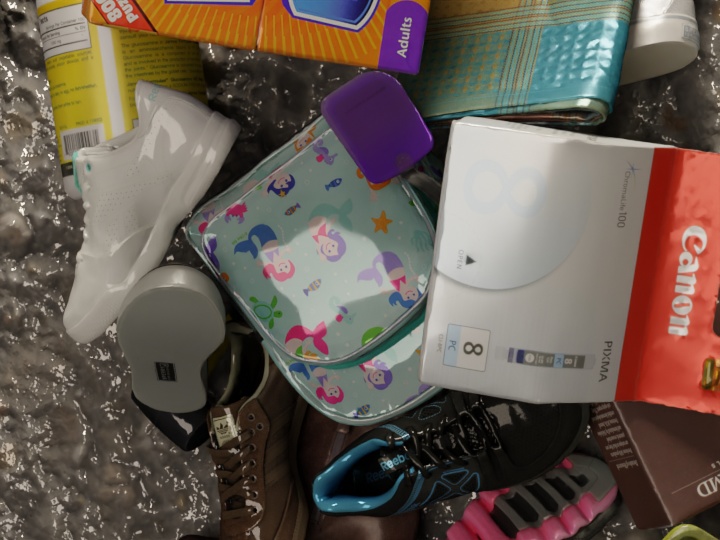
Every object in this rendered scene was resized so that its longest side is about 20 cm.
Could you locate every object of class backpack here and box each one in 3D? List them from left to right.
[{"bbox_3d":[0.000,0.000,1.133,0.177,0.151,0.200,-35,88,9],"label":"backpack"}]

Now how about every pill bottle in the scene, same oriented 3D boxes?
[{"bbox_3d":[-0.171,-0.156,1.213,0.112,0.112,0.200,-7,92,25],"label":"pill bottle"}]

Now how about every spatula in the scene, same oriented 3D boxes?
[{"bbox_3d":[0.055,-0.039,1.044,0.056,0.021,0.200,-32,110,30],"label":"spatula"}]

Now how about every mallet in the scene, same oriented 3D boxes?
[{"bbox_3d":[-0.103,0.036,1.249,0.066,0.041,0.200,33,103,21],"label":"mallet"}]

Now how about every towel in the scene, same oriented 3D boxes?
[{"bbox_3d":[0.105,-0.167,1.069,0.146,0.022,0.200,-1,52,25],"label":"towel"}]

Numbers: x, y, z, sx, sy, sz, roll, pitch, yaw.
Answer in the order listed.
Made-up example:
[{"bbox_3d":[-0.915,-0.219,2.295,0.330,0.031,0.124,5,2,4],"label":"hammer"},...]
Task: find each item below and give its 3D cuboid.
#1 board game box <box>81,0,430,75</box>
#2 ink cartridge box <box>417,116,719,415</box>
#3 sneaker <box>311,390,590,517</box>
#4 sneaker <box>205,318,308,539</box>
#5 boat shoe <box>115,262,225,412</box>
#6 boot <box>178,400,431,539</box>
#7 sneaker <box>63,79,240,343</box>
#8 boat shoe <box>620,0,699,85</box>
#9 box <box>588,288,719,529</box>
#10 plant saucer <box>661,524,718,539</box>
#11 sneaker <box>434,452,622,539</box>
[{"bbox_3d":[-0.062,-0.241,1.062,0.199,0.200,0.200,8,98,-11],"label":"board game box"},{"bbox_3d":[0.142,0.003,0.994,0.200,0.047,0.160,9,102,10],"label":"ink cartridge box"},{"bbox_3d":[0.058,0.118,1.089,0.200,0.082,0.073,-31,76,30],"label":"sneaker"},{"bbox_3d":[-0.082,0.129,1.178,0.070,0.075,0.200,-19,55,35],"label":"sneaker"},{"bbox_3d":[-0.128,0.033,1.145,0.071,0.200,0.064,8,64,-6],"label":"boat shoe"},{"bbox_3d":[-0.044,0.161,1.228,0.200,0.072,0.167,5,84,28],"label":"boot"},{"bbox_3d":[-0.164,-0.043,1.142,0.088,0.075,0.200,31,114,-9],"label":"sneaker"},{"bbox_3d":[0.122,-0.155,1.107,0.200,0.072,0.069,-11,70,32],"label":"boat shoe"},{"bbox_3d":[0.185,0.054,1.072,0.100,0.075,0.200,-25,86,-12],"label":"box"},{"bbox_3d":[0.214,0.261,1.079,0.200,0.048,0.200,32,112,-17],"label":"plant saucer"},{"bbox_3d":[0.101,0.204,1.156,0.200,0.095,0.079,-36,39,7],"label":"sneaker"}]
